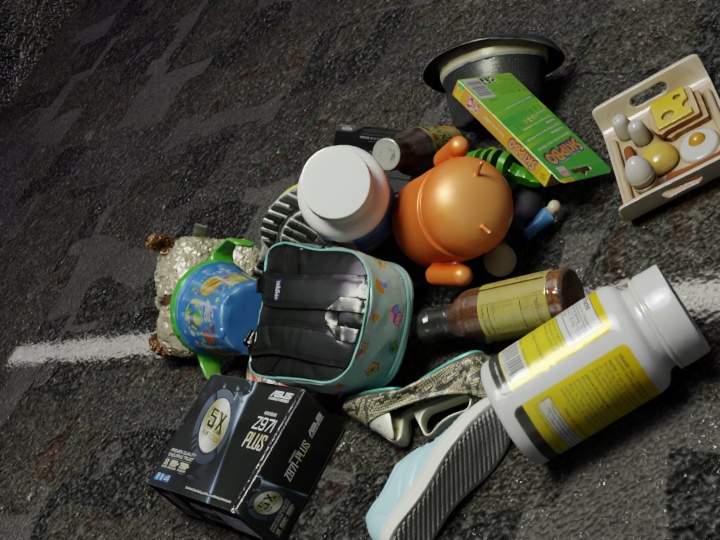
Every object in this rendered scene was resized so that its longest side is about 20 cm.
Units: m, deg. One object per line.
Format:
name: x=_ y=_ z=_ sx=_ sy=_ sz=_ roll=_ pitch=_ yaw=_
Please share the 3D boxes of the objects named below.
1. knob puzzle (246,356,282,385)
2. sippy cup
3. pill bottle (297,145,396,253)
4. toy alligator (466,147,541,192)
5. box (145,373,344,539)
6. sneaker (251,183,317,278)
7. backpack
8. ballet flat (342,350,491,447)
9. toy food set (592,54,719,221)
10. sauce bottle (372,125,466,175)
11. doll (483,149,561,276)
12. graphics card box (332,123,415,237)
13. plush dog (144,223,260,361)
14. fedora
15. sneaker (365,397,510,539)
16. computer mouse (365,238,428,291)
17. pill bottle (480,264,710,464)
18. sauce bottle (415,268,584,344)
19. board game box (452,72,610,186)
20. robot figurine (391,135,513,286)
knob puzzle: x=-0.089 y=0.096 z=1.450 sx=0.218 sy=0.030 sz=0.222 roll=-28 pitch=36 yaw=23
sippy cup: x=-0.174 y=0.058 z=1.469 sx=0.139 sy=0.180 sz=0.130 roll=-34 pitch=21 yaw=-26
pill bottle: x=-0.016 y=-0.087 z=1.301 sx=0.112 sy=0.112 sz=0.200 roll=-43 pitch=-9 yaw=0
toy alligator: x=0.145 y=-0.127 z=1.333 sx=0.199 sy=0.054 sz=0.060 roll=12 pitch=65 yaw=55
box: x=-0.142 y=0.225 z=1.311 sx=0.198 sy=0.086 sz=0.165 roll=3 pitch=54 yaw=49
sneaker: x=-0.100 y=-0.055 z=1.535 sx=0.201 sy=0.077 sz=0.091 roll=-61 pitch=2 yaw=38
backpack: x=-0.024 y=0.061 z=1.284 sx=0.199 sy=0.152 sz=0.179 roll=-2 pitch=72 yaw=53
ballet flat: x=0.064 y=0.152 z=1.198 sx=0.198 sy=0.068 sz=0.076 roll=-23 pitch=60 yaw=27
toy food set: x=0.344 y=-0.157 z=1.233 sx=0.142 sy=0.060 sz=0.202 roll=-28 pitch=36 yaw=23
sauce bottle: x=0.080 y=-0.155 z=1.416 sx=0.065 sy=0.067 sz=0.199 roll=-22 pitch=-1 yaw=29
doll: x=0.188 y=-0.076 z=1.324 sx=0.135 sy=0.048 sz=0.202 roll=-17 pitch=45 yaw=43
graphics card box: x=0.015 y=-0.127 z=1.497 sx=0.123 sy=0.051 sz=0.202 roll=6 pitch=41 yaw=0
plush dog: x=-0.250 y=0.044 z=1.601 sx=0.198 sy=0.160 sz=0.175 roll=-22 pitch=61 yaw=29
fedora: x=0.179 y=-0.241 z=1.452 sx=0.198 sy=0.199 sz=0.093 roll=-13 pitch=73 yaw=38
sneaker: x=0.073 y=0.201 z=1.116 sx=0.200 sy=0.074 sz=0.082 roll=-47 pitch=36 yaw=-7
computer mouse: x=0.000 y=0.000 z=1.420 sx=0.140 sy=0.046 sz=0.199 roll=-39 pitch=30 yaw=-19
pill bottle: x=0.225 y=0.089 z=1.039 sx=0.199 sy=0.114 sz=0.115 roll=-34 pitch=34 yaw=15
sauce bottle: x=0.151 y=0.046 z=1.200 sx=0.198 sy=0.066 sz=0.067 roll=-13 pitch=43 yaw=40
board game box: x=0.205 y=-0.168 z=1.300 sx=0.200 sy=0.094 sz=0.030 roll=49 pitch=136 yaw=32
robot figurine: x=0.107 y=-0.065 z=1.265 sx=0.145 sy=0.116 sz=0.200 roll=-53 pitch=9 yaw=-17
